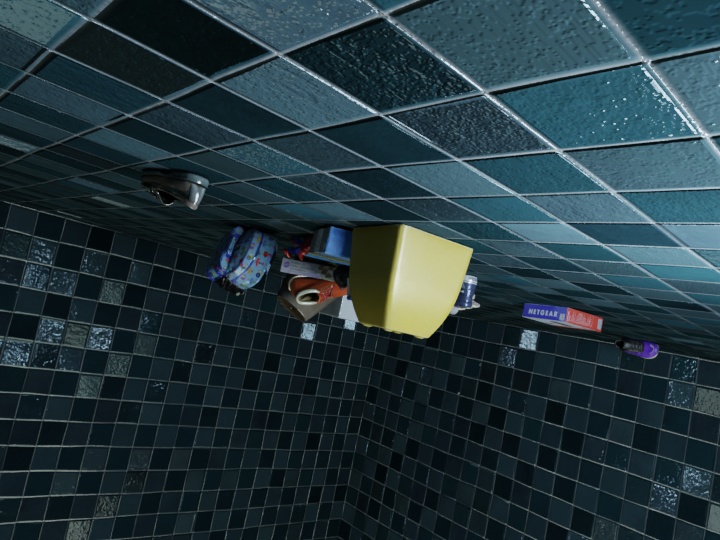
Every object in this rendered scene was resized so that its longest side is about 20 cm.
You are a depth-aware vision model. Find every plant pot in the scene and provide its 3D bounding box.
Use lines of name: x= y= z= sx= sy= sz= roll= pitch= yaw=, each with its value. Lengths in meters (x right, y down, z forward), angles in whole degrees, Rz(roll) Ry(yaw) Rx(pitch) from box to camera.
plant pot: x=0.088 y=0.029 z=1.177 sx=0.192 sy=0.204 sz=0.194 roll=15 pitch=173 yaw=-30
plant pot: x=-0.157 y=0.054 z=1.722 sx=0.198 sy=0.174 sz=0.201 roll=33 pitch=159 yaw=14

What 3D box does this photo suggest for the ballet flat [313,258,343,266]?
ballet flat: x=-0.066 y=-0.050 z=1.542 sx=0.064 sy=0.072 sz=0.199 roll=-16 pitch=-169 yaw=-26

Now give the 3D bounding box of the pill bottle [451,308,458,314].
pill bottle: x=0.239 y=0.088 z=1.921 sx=0.197 sy=0.111 sz=0.109 roll=13 pitch=175 yaw=-15

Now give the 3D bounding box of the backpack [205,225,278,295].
backpack: x=-0.328 y=-0.038 z=1.603 sx=0.134 sy=0.185 sz=0.199 roll=33 pitch=151 yaw=-26

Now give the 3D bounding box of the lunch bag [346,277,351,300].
lunch bag: x=0.050 y=0.046 z=1.439 sx=0.157 sy=0.077 sz=0.200 roll=-3 pitch=177 yaw=18

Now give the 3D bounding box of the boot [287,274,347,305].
boot: x=-0.101 y=0.059 z=1.594 sx=0.196 sy=0.076 sz=0.107 roll=-2 pitch=-154 yaw=-17

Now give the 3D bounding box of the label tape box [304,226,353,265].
label tape box: x=-0.040 y=-0.054 z=1.341 sx=0.142 sy=0.065 sz=0.200 roll=13 pitch=176 yaw=-20

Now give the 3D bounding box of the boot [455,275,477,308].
boot: x=0.266 y=0.061 z=1.666 sx=0.072 sy=0.092 sz=0.199 roll=14 pitch=174 yaw=-21

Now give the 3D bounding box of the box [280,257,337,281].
box: x=-0.122 y=0.002 z=1.564 sx=0.196 sy=0.039 sz=0.041 roll=11 pitch=178 yaw=-5

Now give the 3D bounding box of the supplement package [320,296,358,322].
supplement package: x=-0.034 y=0.079 z=2.004 sx=0.145 sy=0.195 sz=0.199 roll=15 pitch=175 yaw=-24

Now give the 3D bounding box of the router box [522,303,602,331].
router box: x=0.692 y=0.161 z=1.940 sx=0.177 sy=0.050 sz=0.199 roll=15 pitch=174 yaw=-27

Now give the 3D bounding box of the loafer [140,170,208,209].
loafer: x=-0.368 y=-0.153 z=1.079 sx=0.198 sy=0.064 sz=0.071 roll=8 pitch=173 yaw=41

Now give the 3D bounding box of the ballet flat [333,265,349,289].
ballet flat: x=0.000 y=0.000 z=1.537 sx=0.198 sy=0.058 sz=0.066 roll=-22 pitch=-172 yaw=-42

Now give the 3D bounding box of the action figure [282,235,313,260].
action figure: x=-0.155 y=-0.062 z=1.531 sx=0.052 sy=0.066 sz=0.199 roll=40 pitch=166 yaw=-19

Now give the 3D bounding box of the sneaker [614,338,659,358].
sneaker: x=1.206 y=0.339 z=2.482 sx=0.098 sy=0.071 sz=0.199 roll=17 pitch=173 yaw=-23

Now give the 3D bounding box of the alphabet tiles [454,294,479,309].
alphabet tiles: x=0.270 y=0.069 z=1.763 sx=0.198 sy=0.015 sz=0.195 roll=-3 pitch=-153 yaw=-45
